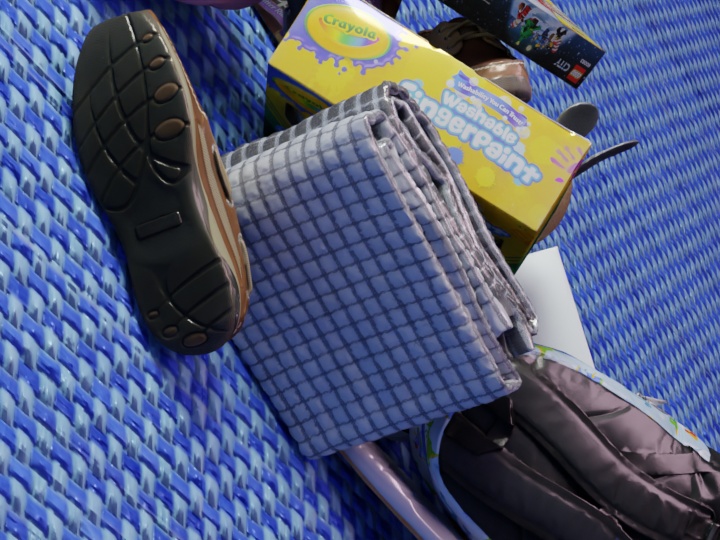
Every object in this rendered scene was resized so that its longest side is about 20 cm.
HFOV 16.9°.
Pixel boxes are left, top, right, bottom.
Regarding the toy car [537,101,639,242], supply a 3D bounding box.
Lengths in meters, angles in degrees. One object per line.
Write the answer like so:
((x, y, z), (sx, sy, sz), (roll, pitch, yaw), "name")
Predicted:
((0.092, -0.073, 1.722), (0.164, 0.199, 0.159), (21, 51, -61), "toy car")

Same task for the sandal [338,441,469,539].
((0.040, 0.189, 1.567), (0.207, 0.059, 0.079), (47, 6, 1), "sandal")

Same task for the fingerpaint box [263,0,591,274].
((0.037, -0.084, 1.564), (0.199, 0.074, 0.167), (32, -13, 3), "fingerpaint box")

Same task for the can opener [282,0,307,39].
((-0.031, -0.200, 1.592), (0.200, 0.053, 0.067), (94, -24, -69), "can opener")

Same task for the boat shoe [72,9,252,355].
((-0.113, -0.050, 1.416), (0.074, 0.075, 0.202), (-13, 90, -73), "boat shoe")

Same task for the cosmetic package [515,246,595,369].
((0.136, 0.084, 1.771), (0.200, 0.051, 0.152), (91, -19, -75), "cosmetic package")

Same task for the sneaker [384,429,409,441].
((0.014, 0.030, 1.600), (0.201, 0.087, 0.076), (56, 23, -30), "sneaker")

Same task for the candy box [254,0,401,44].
((-0.024, -0.223, 1.787), (0.117, 0.056, 0.200), (57, 23, -20), "candy box")

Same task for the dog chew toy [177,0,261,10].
((-0.101, -0.226, 1.537), (0.200, 0.124, 0.126), (39, 34, -69), "dog chew toy")

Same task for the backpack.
((0.124, 0.132, 1.586), (0.199, 0.164, 0.154), (34, 2, -27), "backpack")

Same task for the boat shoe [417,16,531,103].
((0.074, -0.156, 1.831), (0.200, 0.075, 0.073), (-168, -108, -71), "boat shoe")

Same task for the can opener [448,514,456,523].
((0.071, 0.118, 1.687), (0.063, 0.078, 0.202), (35, 48, -66), "can opener")

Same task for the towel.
((0.000, 0.000, 1.484), (0.201, 0.165, 0.086), (59, 30, -17), "towel")

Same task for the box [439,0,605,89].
((0.079, -0.218, 1.788), (0.199, 0.038, 0.137), (26, 17, -46), "box")
